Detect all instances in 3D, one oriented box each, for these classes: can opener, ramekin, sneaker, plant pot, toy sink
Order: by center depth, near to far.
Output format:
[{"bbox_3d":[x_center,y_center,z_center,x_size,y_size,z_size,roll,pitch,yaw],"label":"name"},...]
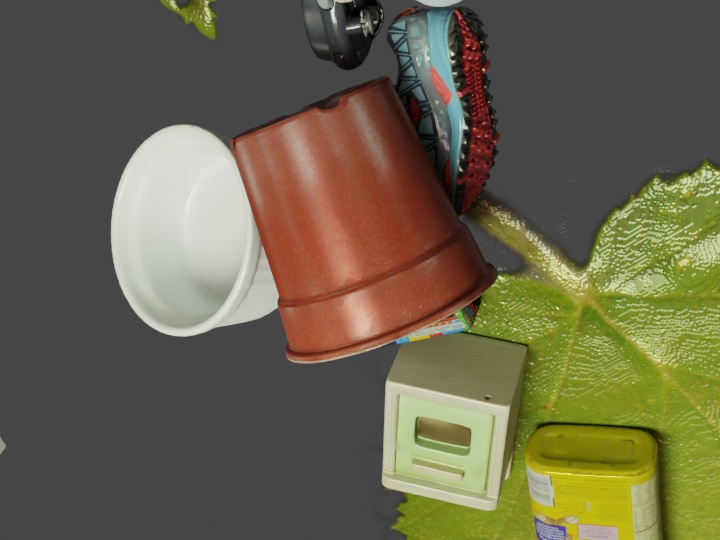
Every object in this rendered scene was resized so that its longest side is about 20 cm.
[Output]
[{"bbox_3d":[-0.027,-0.266,0.918,0.078,0.063,0.200,3,126,19],"label":"can opener"},{"bbox_3d":[-0.008,-0.052,0.933,0.200,0.201,0.196,-16,102,29],"label":"plant pot"},{"bbox_3d":[0.069,-0.145,0.977,0.095,0.079,0.200,14,126,32],"label":"sneaker"},{"bbox_3d":[-0.144,-0.038,1.054,0.200,0.098,0.201,0,89,39],"label":"ramekin"},{"bbox_3d":[0.098,0.177,1.161,0.130,0.112,0.200,12,128,13],"label":"toy sink"}]

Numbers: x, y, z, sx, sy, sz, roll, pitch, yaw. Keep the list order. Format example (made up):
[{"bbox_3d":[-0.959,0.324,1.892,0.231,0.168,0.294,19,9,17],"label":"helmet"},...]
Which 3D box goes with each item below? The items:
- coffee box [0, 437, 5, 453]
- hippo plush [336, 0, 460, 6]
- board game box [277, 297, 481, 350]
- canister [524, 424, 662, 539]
[{"bbox_3d":[-0.636,0.227,1.417,0.200,0.198,0.200,-5,123,26],"label":"coffee box"},{"bbox_3d":[0.021,-0.285,0.835,0.159,0.161,0.200,-6,79,33],"label":"hippo plush"},{"bbox_3d":[0.000,0.000,1.107,0.200,0.057,0.166,-13,117,28],"label":"board game box"},{"bbox_3d":[0.260,0.271,1.187,0.148,0.087,0.200,1,123,20],"label":"canister"}]
